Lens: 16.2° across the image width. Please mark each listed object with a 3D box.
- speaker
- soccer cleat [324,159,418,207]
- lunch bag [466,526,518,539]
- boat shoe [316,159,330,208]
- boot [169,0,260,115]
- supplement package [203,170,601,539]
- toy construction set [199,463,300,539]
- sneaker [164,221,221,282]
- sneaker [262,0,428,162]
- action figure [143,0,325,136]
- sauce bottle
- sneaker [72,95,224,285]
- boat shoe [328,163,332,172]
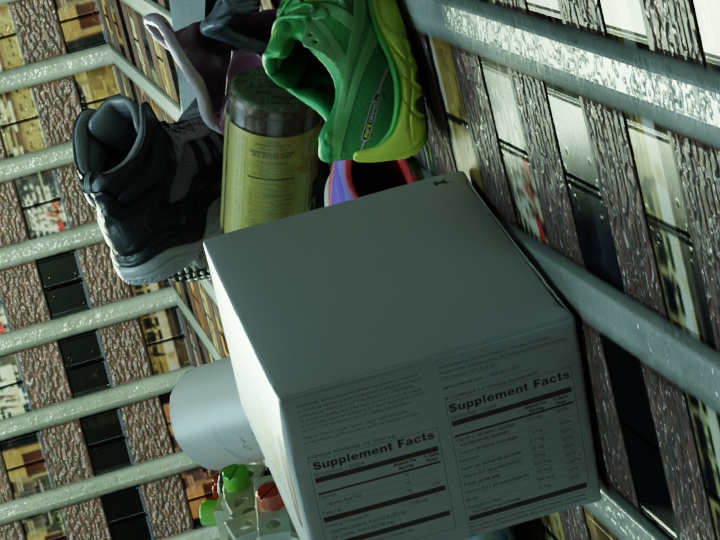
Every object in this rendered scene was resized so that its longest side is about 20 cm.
[{"bbox_3d":[-0.047,0.087,1.768,0.200,0.081,0.081,-19,86,49],"label":"speaker"},{"bbox_3d":[0.024,0.003,1.533,0.073,0.068,0.200,97,158,-59],"label":"soccer cleat"},{"bbox_3d":[0.044,0.188,1.573,0.200,0.127,0.170,-87,-19,-66],"label":"lunch bag"},{"bbox_3d":[-0.042,-0.059,1.850,0.076,0.060,0.200,138,116,-81],"label":"boat shoe"},{"bbox_3d":[-0.095,-0.136,2.001,0.165,0.066,0.200,-27,-68,-69],"label":"boot"},{"bbox_3d":[0.018,0.050,1.338,0.200,0.155,0.111,-121,18,-63],"label":"supplement package"},{"bbox_3d":[-0.071,0.207,1.706,0.131,0.092,0.200,-69,-12,-53],"label":"toy construction set"},{"bbox_3d":[-0.098,-0.032,1.890,0.075,0.200,0.081,-7,84,49],"label":"sneaker"},{"bbox_3d":[-0.022,-0.150,1.477,0.074,0.083,0.200,88,164,-60],"label":"sneaker"},{"bbox_3d":[-0.067,-0.078,1.737,0.134,0.149,0.200,-125,34,-50],"label":"action figure"},{"bbox_3d":[-0.062,-0.038,1.683,0.065,0.065,0.200,-116,25,-49],"label":"sauce bottle"},{"bbox_3d":[-0.136,-0.092,1.787,0.114,0.075,0.200,60,-142,-34],"label":"sneaker"},{"bbox_3d":[0.000,0.000,1.657,0.072,0.068,0.200,-158,54,-80],"label":"boat shoe"}]
